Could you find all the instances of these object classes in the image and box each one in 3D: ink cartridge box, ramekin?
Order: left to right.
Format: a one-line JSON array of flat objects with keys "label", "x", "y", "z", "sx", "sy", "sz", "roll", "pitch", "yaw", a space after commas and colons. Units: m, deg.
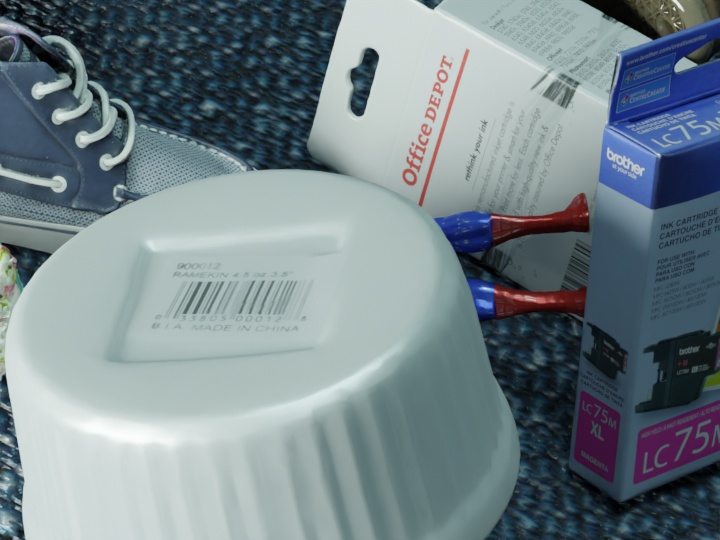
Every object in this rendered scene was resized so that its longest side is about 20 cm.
[{"label": "ramekin", "x": -0.043, "y": 0.046, "z": 1.160, "sx": 0.199, "sy": 0.098, "sz": 0.201, "roll": -8, "pitch": 34, "yaw": 5}, {"label": "ink cartridge box", "x": 0.083, "y": -0.061, "z": 1.369, "sx": 0.199, "sy": 0.116, "sz": 0.068, "roll": 31, "pitch": 40, "yaw": 16}, {"label": "ink cartridge box", "x": 0.150, "y": -0.010, "z": 1.264, "sx": 0.119, "sy": 0.201, "sz": 0.042, "roll": -19, "pitch": 33, "yaw": -35}]

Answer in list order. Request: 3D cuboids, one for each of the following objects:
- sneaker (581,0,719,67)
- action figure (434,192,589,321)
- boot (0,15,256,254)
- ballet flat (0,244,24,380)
[{"label": "sneaker", "x": 0.146, "y": -0.135, "z": 1.436, "sx": 0.075, "sy": 0.071, "sz": 0.200, "roll": -27, "pitch": 10, "yaw": -10}, {"label": "action figure", "x": 0.000, "y": 0.000, "z": 1.303, "sx": 0.199, "sy": 0.066, "sz": 0.052, "roll": -2, "pitch": 10, "yaw": 1}, {"label": "boot", "x": -0.129, "y": -0.059, "z": 1.314, "sx": 0.199, "sy": 0.091, "sz": 0.073, "roll": 4, "pitch": 40, "yaw": -15}, {"label": "ballet flat", "x": -0.231, "y": 0.006, "z": 1.223, "sx": 0.199, "sy": 0.064, "sz": 0.076, "roll": 1, "pitch": 42, "yaw": -17}]
